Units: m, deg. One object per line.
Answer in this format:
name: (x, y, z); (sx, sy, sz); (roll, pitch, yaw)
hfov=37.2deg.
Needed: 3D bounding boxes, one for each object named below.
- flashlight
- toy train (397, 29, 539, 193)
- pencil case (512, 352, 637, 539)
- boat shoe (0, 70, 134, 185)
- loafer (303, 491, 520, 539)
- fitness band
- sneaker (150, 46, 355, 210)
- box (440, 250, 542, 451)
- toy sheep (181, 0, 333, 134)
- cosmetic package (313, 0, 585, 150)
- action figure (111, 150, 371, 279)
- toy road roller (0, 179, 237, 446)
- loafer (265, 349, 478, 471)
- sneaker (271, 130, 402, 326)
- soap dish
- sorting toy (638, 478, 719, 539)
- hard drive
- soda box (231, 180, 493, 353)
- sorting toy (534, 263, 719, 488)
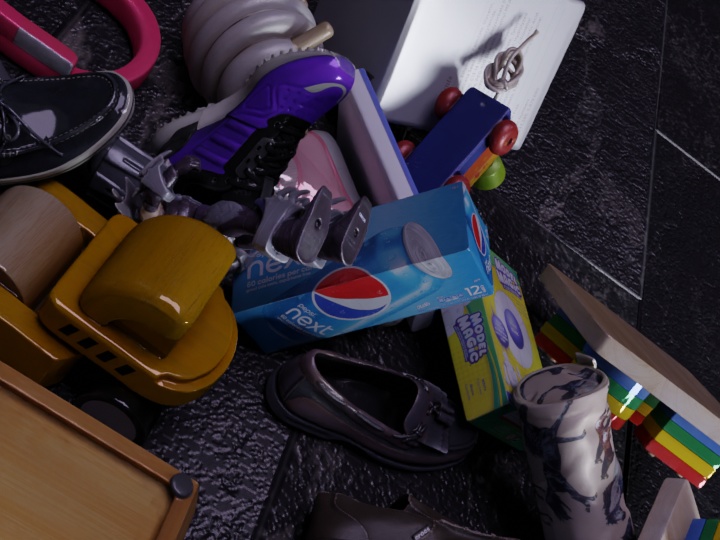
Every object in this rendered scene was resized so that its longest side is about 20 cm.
flashlight: (-0.250, -0.119, 0.822); (0.199, 0.068, 0.068); (33, 23, -9)
toy train: (0.119, -0.123, 1.030); (0.084, 0.116, 0.200); (36, 78, 29)
pencil case: (0.184, 0.176, 0.882); (0.089, 0.077, 0.203); (-24, 104, -43)
boat shoe: (-0.256, -0.102, 0.750); (0.198, 0.062, 0.075); (-17, 64, -12)
loafer: (0.047, 0.202, 0.812); (0.198, 0.073, 0.072); (16, 52, -29)
fitness band: (-0.266, -0.231, 0.926); (0.199, 0.037, 0.144); (37, 40, -11)
sneaker: (-0.080, -0.097, 0.862); (0.069, 0.199, 0.101); (20, 51, -53)
box: (0.118, 0.052, 0.975); (0.117, 0.048, 0.202); (33, 36, -51)
toy sheep: (-0.091, -0.194, 0.962); (0.137, 0.139, 0.201); (1, 44, -37)
cosmetic package: (0.079, -0.243, 1.076); (0.198, 0.166, 0.165); (6, 29, -35)
action figure: (-0.096, -0.034, 0.784); (0.130, 0.198, 0.070); (36, 64, -54)
toy road roller: (-0.173, 0.010, 0.731); (0.199, 0.146, 0.123); (37, 43, -9)
loafer: (0.022, 0.112, 0.869); (0.198, 0.063, 0.073); (19, 49, -27)
sneaker: (-0.040, -0.033, 0.925); (0.104, 0.075, 0.202); (-10, 63, -40)
soap dish: (-0.202, 0.152, 0.648); (0.199, 0.081, 0.158); (35, 43, -14)
sorting toy: (0.271, 0.306, 0.841); (0.199, 0.069, 0.202); (-44, 120, -48)
hard drive: (0.025, -0.061, 0.960); (0.025, 0.132, 0.202); (-17, 67, -11)
soda box: (0.000, 0.000, 0.838); (0.064, 0.198, 0.068); (53, 27, -47)
sorting toy: (0.251, 0.104, 0.999); (0.198, 0.070, 0.200); (36, 12, -14)
